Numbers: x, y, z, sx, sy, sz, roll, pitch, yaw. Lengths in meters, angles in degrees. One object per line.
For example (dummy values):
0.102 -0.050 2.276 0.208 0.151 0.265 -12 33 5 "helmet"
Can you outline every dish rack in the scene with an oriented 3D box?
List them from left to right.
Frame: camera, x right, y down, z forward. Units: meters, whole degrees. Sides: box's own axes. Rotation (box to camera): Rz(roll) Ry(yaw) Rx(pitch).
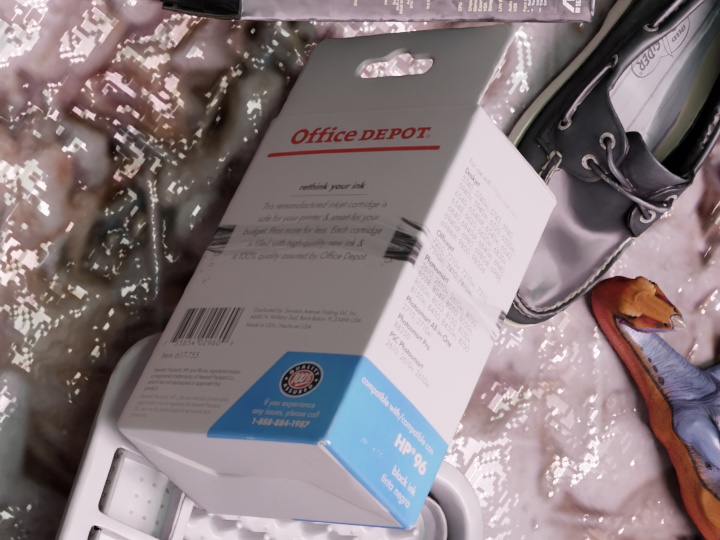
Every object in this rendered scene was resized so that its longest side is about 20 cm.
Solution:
-0.048 0.136 1.060 0.200 0.044 0.172 27 68 -29 "dish rack"

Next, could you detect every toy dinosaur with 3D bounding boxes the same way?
0.165 0.084 1.159 0.181 0.105 0.200 30 98 -8 "toy dinosaur"

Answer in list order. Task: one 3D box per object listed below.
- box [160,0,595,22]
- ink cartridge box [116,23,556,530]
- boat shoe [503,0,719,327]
0.010 -0.201 1.018 0.164 0.086 0.200 -3 101 -27 "box"
0.000 0.000 1.013 0.068 0.116 0.200 48 57 -38 "ink cartridge box"
0.123 -0.059 1.116 0.074 0.066 0.199 41 80 -28 "boat shoe"
